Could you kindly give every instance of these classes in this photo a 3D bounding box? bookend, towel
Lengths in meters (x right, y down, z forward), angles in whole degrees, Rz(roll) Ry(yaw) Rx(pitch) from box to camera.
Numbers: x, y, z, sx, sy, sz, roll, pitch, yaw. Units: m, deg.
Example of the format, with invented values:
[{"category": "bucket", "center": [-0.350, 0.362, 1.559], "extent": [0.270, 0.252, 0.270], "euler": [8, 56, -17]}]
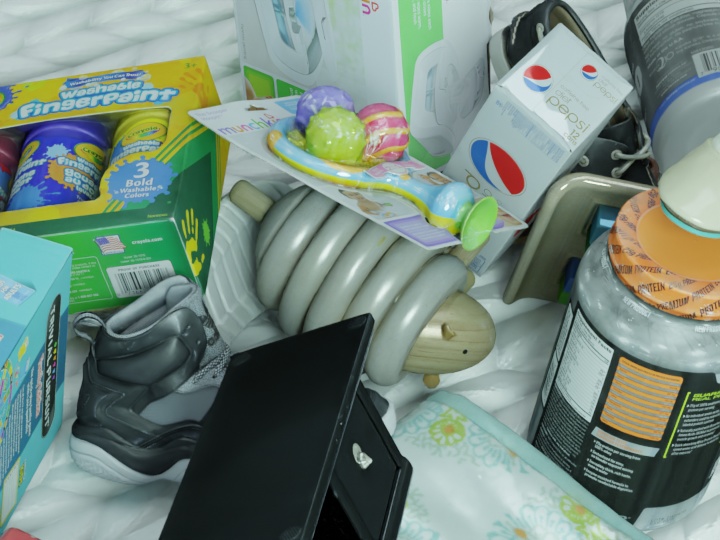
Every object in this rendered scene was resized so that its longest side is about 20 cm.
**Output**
[{"category": "bookend", "center": [-0.010, 0.166, 1.040], "extent": [0.092, 0.200, 0.199], "euler": [-17, 26, 21]}, {"category": "towel", "center": [0.067, 0.172, 1.150], "extent": [0.200, 0.048, 0.171], "euler": [35, 47, 23]}]

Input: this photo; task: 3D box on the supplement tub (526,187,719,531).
[{"category": "supplement tub", "center": [0.179, 0.054, 1.187], "extent": [0.122, 0.200, 0.123], "euler": [7, 43, -6]}]

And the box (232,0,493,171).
[{"category": "box", "center": [0.000, -0.186, 1.372], "extent": [0.097, 0.201, 0.176], "euler": [-28, 39, -33]}]

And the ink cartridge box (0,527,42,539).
[{"category": "ink cartridge box", "center": [-0.172, 0.249, 0.987], "extent": [0.146, 0.083, 0.200], "euler": [24, 44, 13]}]

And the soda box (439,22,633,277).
[{"category": "soda box", "center": [0.101, -0.073, 1.250], "extent": [0.064, 0.200, 0.068], "euler": [42, 65, 5]}]

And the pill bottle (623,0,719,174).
[{"category": "pill bottle", "center": [0.265, -0.159, 1.497], "extent": [0.113, 0.114, 0.200], "euler": [4, 43, -9]}]

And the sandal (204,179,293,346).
[{"category": "sandal", "center": [-0.098, 0.005, 1.283], "extent": [0.050, 0.083, 0.203], "euler": [-13, 23, 39]}]

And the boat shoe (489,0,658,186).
[{"category": "boat shoe", "center": [0.163, -0.092, 1.329], "extent": [0.074, 0.060, 0.200], "euler": [-23, 83, -44]}]

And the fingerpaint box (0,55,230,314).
[{"category": "fingerpaint box", "center": [-0.195, -0.052, 1.260], "extent": [0.199, 0.074, 0.167], "euler": [-7, 42, 11]}]

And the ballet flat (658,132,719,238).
[{"category": "ballet flat", "center": [0.239, -0.065, 1.138], "extent": [0.069, 0.070, 0.200], "euler": [38, 27, 25]}]

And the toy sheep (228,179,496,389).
[{"category": "toy sheep", "center": [0.000, 0.000, 1.257], "extent": [0.200, 0.138, 0.138], "euler": [31, 46, 14]}]

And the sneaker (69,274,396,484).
[{"category": "sneaker", "center": [-0.077, 0.063, 1.165], "extent": [0.199, 0.114, 0.076], "euler": [-3, 20, -6]}]

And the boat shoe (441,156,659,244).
[{"category": "boat shoe", "center": [0.115, -0.058, 1.388], "extent": [0.199, 0.070, 0.071], "euler": [-3, 45, -14]}]

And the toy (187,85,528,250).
[{"category": "toy", "center": [0.004, -0.079, 1.218], "extent": [0.200, 0.047, 0.115], "euler": [34, 27, 28]}]

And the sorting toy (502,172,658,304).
[{"category": "sorting toy", "center": [0.204, 0.001, 1.273], "extent": [0.199, 0.185, 0.037], "euler": [7, 66, -3]}]

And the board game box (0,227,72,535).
[{"category": "board game box", "center": [-0.222, 0.098, 1.086], "extent": [0.047, 0.151, 0.200], "euler": [16, 42, 5]}]
